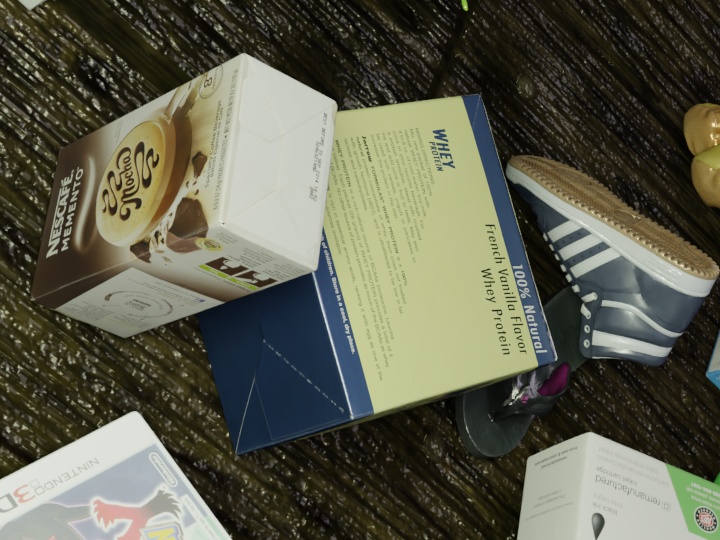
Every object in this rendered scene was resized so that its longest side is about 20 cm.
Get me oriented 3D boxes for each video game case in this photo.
[{"bbox_3d":[-0.148,0.198,1.067,0.181,0.023,0.201,-26,70,-38],"label":"video game case"}]

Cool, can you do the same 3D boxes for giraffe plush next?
[{"bbox_3d":[0.407,-0.111,1.588,0.199,0.162,0.174,-15,74,-44],"label":"giraffe plush"}]

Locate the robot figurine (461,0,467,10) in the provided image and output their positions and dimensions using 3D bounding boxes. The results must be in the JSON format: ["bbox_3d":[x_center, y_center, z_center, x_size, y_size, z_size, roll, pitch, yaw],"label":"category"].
[{"bbox_3d":[0.042,-0.299,1.388,0.201,0.115,0.176,55,41,-12],"label":"robot figurine"}]

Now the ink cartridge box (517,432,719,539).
[{"bbox_3d":[0.185,0.240,1.284,0.145,0.084,0.202,22,61,-23],"label":"ink cartridge box"}]

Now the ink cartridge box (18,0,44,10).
[{"bbox_3d":[-0.234,-0.294,1.172,0.200,0.083,0.145,43,52,-21],"label":"ink cartridge box"}]

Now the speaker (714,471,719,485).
[{"bbox_3d":[0.387,0.233,1.530,0.199,0.088,0.089,37,55,-26],"label":"speaker"}]

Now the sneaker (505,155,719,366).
[{"bbox_3d":[0.179,-0.004,1.423,0.199,0.109,0.070,36,29,29],"label":"sneaker"}]

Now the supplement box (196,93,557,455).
[{"bbox_3d":[0.000,0.000,1.242,0.198,0.134,0.202,-12,84,-42],"label":"supplement box"}]

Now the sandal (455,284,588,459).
[{"bbox_3d":[0.137,0.069,1.394,0.200,0.048,0.076,-44,105,-41],"label":"sandal"}]

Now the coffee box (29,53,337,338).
[{"bbox_3d":[-0.112,-0.040,1.116,0.079,0.199,0.114,24,60,-36],"label":"coffee box"}]

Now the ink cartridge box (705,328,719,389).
[{"bbox_3d":[0.403,0.103,1.597,0.200,0.068,0.117,42,52,-21],"label":"ink cartridge box"}]
